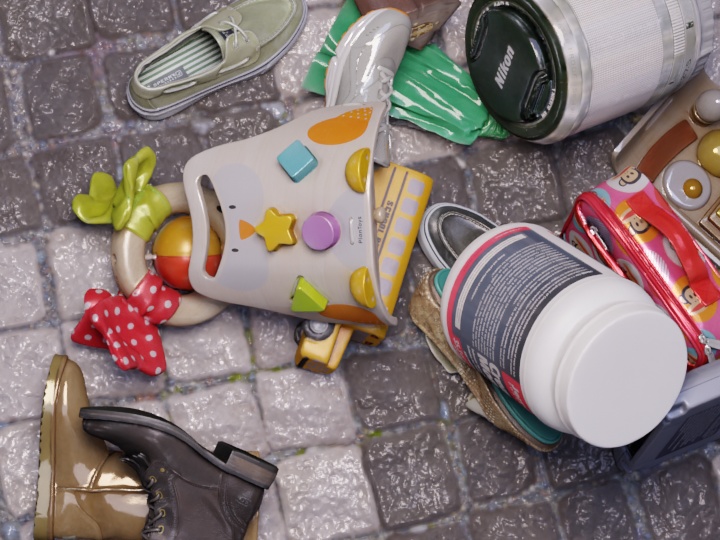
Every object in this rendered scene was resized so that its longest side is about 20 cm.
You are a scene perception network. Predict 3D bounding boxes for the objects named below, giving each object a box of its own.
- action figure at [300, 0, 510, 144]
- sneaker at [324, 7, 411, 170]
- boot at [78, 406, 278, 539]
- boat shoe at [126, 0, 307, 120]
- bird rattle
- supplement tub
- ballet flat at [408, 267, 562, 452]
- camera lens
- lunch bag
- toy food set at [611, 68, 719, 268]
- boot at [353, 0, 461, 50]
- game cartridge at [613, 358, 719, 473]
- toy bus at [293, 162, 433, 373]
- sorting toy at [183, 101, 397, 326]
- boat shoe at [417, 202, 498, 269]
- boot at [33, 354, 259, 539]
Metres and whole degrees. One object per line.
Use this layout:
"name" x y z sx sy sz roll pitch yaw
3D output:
"action figure" 0.055 -0.175 1.760 0.199 0.055 0.119 27 74 2
"sneaker" 0.006 -0.139 1.677 0.092 0.076 0.201 32 98 36
"boot" -0.176 0.221 1.587 0.199 0.069 0.175 23 86 -10
"boat shoe" -0.131 -0.208 1.735 0.199 0.062 0.072 -36 86 -15
"bird rattle" -0.177 -0.008 1.665 0.162 0.113 0.202 -4 82 -26
"supplement tub" 0.172 0.054 1.580 0.139 0.200 0.141 -12 117 -26
"ballet flat" 0.113 0.090 1.712 0.070 0.065 0.201 -24 78 -45
"camera lens" 0.209 -0.217 1.713 0.199 0.160 0.161 -22 82 -30
"lunch bag" 0.271 0.008 1.684 0.082 0.176 0.201 -30 75 -15
"toy food set" 0.360 -0.096 1.786 0.200 0.060 0.144 42 76 2
"boot" -0.023 -0.282 1.744 0.185 0.064 0.201 -24 69 -15
"game cartridge" 0.309 0.124 1.663 0.132 0.200 0.041 -17 70 -11
"toy bus" 0.000 0.000 1.711 0.078 0.065 0.201 19 76 -6
"sorting toy" -0.067 -0.040 1.611 0.178 0.107 0.202 -1 101 14
"boat shoe" 0.141 0.003 1.727 0.200 0.071 0.072 39 76 1
"boot" -0.188 0.168 1.652 0.198 0.066 0.177 4 90 -7
